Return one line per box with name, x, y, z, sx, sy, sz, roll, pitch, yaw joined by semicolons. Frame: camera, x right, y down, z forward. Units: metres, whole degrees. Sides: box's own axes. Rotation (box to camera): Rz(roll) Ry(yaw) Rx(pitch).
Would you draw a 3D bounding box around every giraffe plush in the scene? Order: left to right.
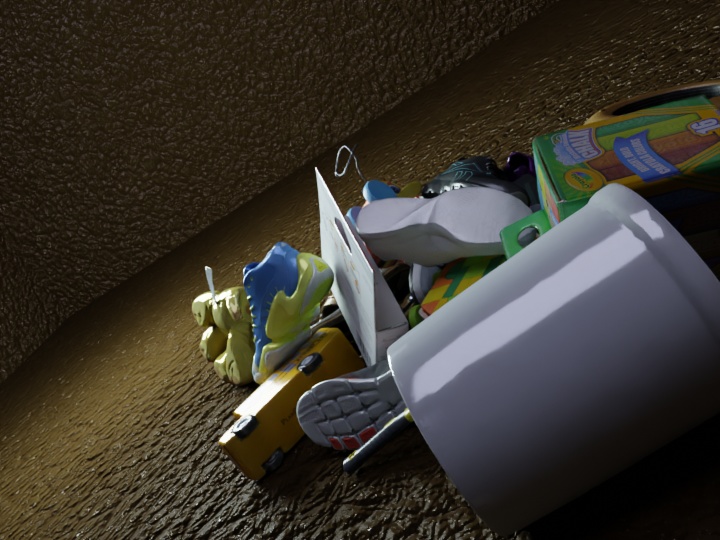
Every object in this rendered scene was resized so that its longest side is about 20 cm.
giraffe plush;-0.161;0.067;1.113;0.161;0.201;0.172;-17;38;-33

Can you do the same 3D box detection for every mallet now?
mallet;0.052;0.126;0.659;0.200;0.041;0.066;-44;14;33

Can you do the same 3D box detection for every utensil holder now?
utensil holder;0.142;0.066;0.494;0.199;0.170;0.170;-35;17;7

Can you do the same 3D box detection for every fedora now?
fedora;0.358;-0.157;0.793;0.199;0.082;0.201;-14;18;4

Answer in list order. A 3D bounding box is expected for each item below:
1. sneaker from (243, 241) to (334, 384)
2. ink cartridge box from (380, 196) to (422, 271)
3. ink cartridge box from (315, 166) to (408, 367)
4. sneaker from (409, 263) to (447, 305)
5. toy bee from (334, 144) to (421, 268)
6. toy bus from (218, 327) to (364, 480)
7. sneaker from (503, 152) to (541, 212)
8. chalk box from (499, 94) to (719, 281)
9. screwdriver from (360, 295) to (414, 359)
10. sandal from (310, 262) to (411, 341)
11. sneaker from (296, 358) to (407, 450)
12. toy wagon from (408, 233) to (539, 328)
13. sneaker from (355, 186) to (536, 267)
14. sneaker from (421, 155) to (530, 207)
sneaker;-0.109;0.048;0.890;0.076;0.105;0.201;-22;-33;-58
ink cartridge box;0.045;-0.027;1.070;0.176;0.084;0.200;-45;19;-23
ink cartridge box;0.000;0.000;0.805;0.043;0.174;0.200;-14;44;-14
sneaker;0.143;-0.022;0.886;0.121;0.084;0.200;-34;13;37
toy bee;0.042;-0.086;0.937;0.131;0.108;0.201;-35;51;53
toy bus;-0.084;0.157;0.849;0.200;0.065;0.078;-43;18;-25
sneaker;0.236;-0.127;0.939;0.074;0.088;0.200;-20;11;25
chalk box;0.222;-0.053;0.614;0.199;0.124;0.125;-13;35;9
screwdriver;0.060;0.053;0.945;0.200;0.028;0.029;-47;-10;-17
sandal;-0.013;0.046;0.947;0.200;0.082;0.055;-41;56;19
sneaker;0.027;0.129;0.738;0.199;0.078;0.082;-23;-1;22
toy wagon;0.140;0.001;0.761;0.155;0.040;0.200;-19;23;40
sneaker;0.098;-0.036;0.765;0.199;0.089;0.076;3;55;28
sneaker;0.141;-0.103;0.828;0.079;0.075;0.200;-48;23;-7
